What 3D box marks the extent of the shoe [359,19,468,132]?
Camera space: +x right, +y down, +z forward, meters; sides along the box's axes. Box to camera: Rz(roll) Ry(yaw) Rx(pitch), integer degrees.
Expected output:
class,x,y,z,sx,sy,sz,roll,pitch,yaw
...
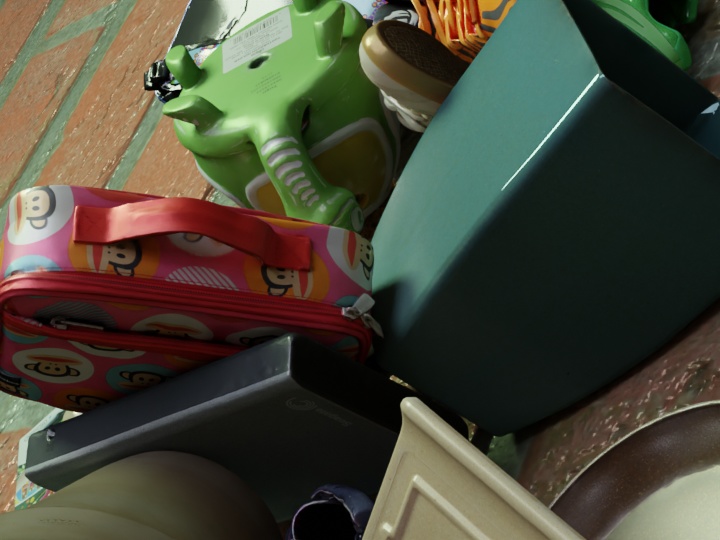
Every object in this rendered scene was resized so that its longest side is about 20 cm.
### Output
class,x,y,z,sx,sy,sz,roll,pitch,yaw
shoe,0.057,-0.090,1.015,0.053,0.200,0.070,-48,56,16

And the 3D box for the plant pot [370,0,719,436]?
class,x,y,z,sx,sy,sz,roll,pitch,yaw
plant pot,0.098,-0.021,0.916,0.200,0.141,0.142,-50,26,20

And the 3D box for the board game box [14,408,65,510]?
class,x,y,z,sx,sy,sz,roll,pitch,yaw
board game box,-0.167,0.148,1.182,0.147,0.064,0.200,-42,29,18

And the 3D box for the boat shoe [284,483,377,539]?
class,x,y,z,sx,sy,sz,roll,pitch,yaw
boat shoe,0.001,0.136,0.876,0.075,0.093,0.200,-59,16,-9

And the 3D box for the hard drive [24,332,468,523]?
class,x,y,z,sx,sy,sz,roll,pitch,yaw
hard drive,-0.061,0.094,0.924,0.199,0.139,0.033,-22,53,36

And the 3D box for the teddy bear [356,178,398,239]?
class,x,y,z,sx,sy,sz,roll,pitch,yaw
teddy bear,0.000,0.000,1.125,0.199,0.067,0.146,-23,46,32

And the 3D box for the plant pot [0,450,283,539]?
class,x,y,z,sx,sy,sz,roll,pitch,yaw
plant pot,-0.112,0.175,0.829,0.200,0.200,0.174,-38,10,23

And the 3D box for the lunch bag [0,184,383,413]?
class,x,y,z,sx,sy,sz,roll,pitch,yaw
lunch bag,-0.092,0.017,0.903,0.176,0.199,0.082,117,158,-60

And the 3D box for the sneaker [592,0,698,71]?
class,x,y,z,sx,sy,sz,roll,pitch,yaw
sneaker,0.167,-0.165,1.069,0.083,0.074,0.201,-21,38,16

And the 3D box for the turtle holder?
class,x,y,z,sx,sy,sz,roll,pitch,yaw
turtle holder,-0.030,-0.090,1.066,0.141,0.132,0.185,-42,31,-16

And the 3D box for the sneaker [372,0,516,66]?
class,x,y,z,sx,sy,sz,roll,pitch,yaw
sneaker,0.064,-0.150,1.078,0.200,0.111,0.078,95,174,-83

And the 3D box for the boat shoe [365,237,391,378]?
class,x,y,z,sx,sy,sz,roll,pitch,yaw
boat shoe,-0.019,0.078,1.028,0.063,0.073,0.201,38,97,29

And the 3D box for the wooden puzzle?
class,x,y,z,sx,sy,sz,roll,pitch,yaw
wooden puzzle,0.055,0.179,0.718,0.185,0.046,0.201,38,120,47

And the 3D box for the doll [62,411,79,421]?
class,x,y,z,sx,sy,sz,roll,pitch,yaw
doll,-0.137,0.083,1.075,0.200,0.048,0.137,-23,39,53

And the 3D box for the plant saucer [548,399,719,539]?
class,x,y,z,sx,sy,sz,roll,pitch,yaw
plant saucer,0.137,0.148,0.752,0.200,0.032,0.201,-38,29,25

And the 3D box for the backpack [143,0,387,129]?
class,x,y,z,sx,sy,sz,roll,pitch,yaw
backpack,-0.031,-0.164,1.278,0.199,0.134,0.183,22,85,37
